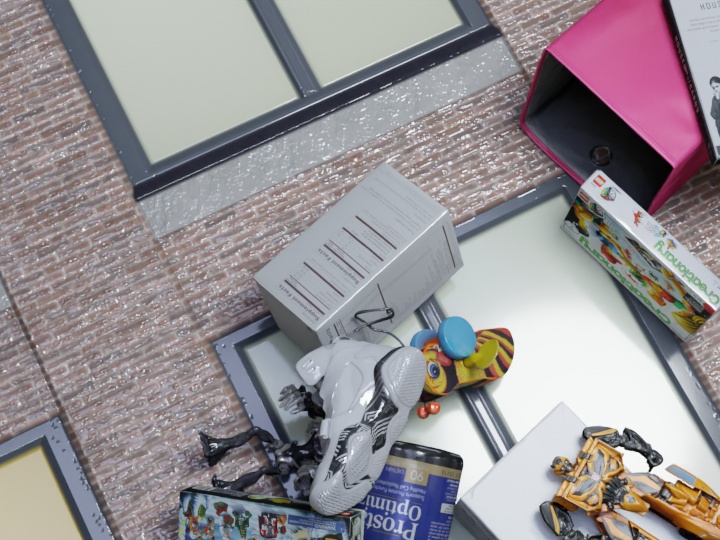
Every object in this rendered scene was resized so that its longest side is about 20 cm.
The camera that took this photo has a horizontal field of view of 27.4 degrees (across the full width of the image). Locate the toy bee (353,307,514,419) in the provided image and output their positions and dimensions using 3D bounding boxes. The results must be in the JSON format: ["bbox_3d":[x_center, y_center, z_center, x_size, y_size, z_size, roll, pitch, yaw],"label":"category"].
[{"bbox_3d":[0.083,0.109,1.604,0.199,0.131,0.109,0,71,-16],"label":"toy bee"}]

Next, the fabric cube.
[{"bbox_3d":[0.328,-0.204,1.681,0.196,0.200,0.199,44,73,12],"label":"fabric cube"}]

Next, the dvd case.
[{"bbox_3d":[0.419,-0.218,1.575,0.150,0.025,0.201,-10,73,-9],"label":"dvd case"}]

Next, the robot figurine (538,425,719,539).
[{"bbox_3d":[0.282,0.242,1.489,0.200,0.058,0.145,31,73,6],"label":"robot figurine"}]

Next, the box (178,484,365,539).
[{"bbox_3d":[-0.095,0.302,1.515,0.199,0.040,0.137,4,95,24],"label":"box"}]

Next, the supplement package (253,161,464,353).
[{"bbox_3d":[0.000,0.000,1.629,0.200,0.114,0.109,-41,56,-15],"label":"supplement package"}]

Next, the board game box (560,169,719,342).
[{"bbox_3d":[0.317,-0.014,1.655,0.035,0.126,0.200,-43,78,-15],"label":"board game box"}]

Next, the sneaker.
[{"bbox_3d":[-0.023,0.152,1.504,0.115,0.075,0.200,16,60,30],"label":"sneaker"}]

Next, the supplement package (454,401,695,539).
[{"bbox_3d":[0.222,0.271,1.566,0.156,0.111,0.200,-41,79,-14],"label":"supplement package"}]

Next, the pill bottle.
[{"bbox_3d":[0.036,0.281,1.547,0.111,0.112,0.201,12,83,1],"label":"pill bottle"}]

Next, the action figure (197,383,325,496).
[{"bbox_3d":[-0.067,0.191,1.586,0.199,0.102,0.119,-15,72,-4],"label":"action figure"}]
